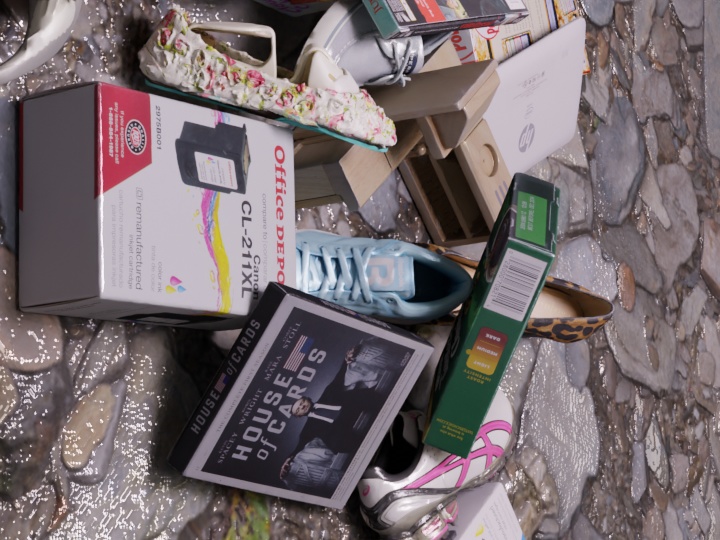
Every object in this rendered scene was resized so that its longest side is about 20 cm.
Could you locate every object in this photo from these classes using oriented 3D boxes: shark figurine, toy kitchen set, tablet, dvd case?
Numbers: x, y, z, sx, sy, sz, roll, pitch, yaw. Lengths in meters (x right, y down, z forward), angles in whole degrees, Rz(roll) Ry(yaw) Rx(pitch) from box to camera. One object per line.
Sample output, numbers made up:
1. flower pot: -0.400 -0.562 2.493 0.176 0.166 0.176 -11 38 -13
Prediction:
1. shark figurine: -0.216 -0.171 1.179 0.127 0.090 0.216 14 60 -15
2. toy kitchen set: 0.065 -0.069 1.449 0.200 0.163 0.181 -50 122 -44
3. tablet: 0.148 -0.141 1.637 0.200 0.014 0.131 -34 136 -43
4. dvd case: -0.039 0.097 1.325 0.200 0.025 0.151 22 100 -54
5. dvd case: 0.046 -0.254 1.426 0.200 0.022 0.146 -18 77 -53

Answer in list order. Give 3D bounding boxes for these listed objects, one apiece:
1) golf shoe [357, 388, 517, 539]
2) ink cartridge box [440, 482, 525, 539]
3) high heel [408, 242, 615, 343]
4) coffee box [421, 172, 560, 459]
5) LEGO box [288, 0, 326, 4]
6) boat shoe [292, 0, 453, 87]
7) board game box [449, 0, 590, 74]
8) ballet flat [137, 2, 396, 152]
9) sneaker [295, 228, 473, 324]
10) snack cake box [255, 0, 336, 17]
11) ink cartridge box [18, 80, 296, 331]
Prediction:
1. golf shoe: 0.066 0.145 1.485 0.200 0.072 0.092 -46 119 -46
2. ink cartridge box: 0.067 0.278 1.465 0.200 0.068 0.116 -47 120 -45
3. high heel: 0.116 0.012 1.516 0.200 0.142 0.072 28 61 -46
4. coffee box: 0.104 0.037 1.431 0.123 0.044 0.201 -75 -176 -60
5. LEGO box: -0.041 -0.281 1.249 0.200 0.077 0.150 16 70 -78
6. boat shoe: 0.020 -0.181 1.408 0.201 0.071 0.070 -42 157 -49
7. board game box: 0.134 -0.240 1.665 0.200 0.046 0.152 -19 99 -52
8. ballet flat: -0.060 -0.140 1.300 0.199 0.076 0.064 15 105 -13
9. sneaker: 0.000 0.000 1.391 0.199 0.082 0.074 3 76 -35
10. snack cake box: -0.061 -0.313 1.408 0.115 0.067 0.201 16 71 -52
11. ink cartridge box: -0.136 -0.040 1.248 0.200 0.083 0.147 8 77 -51
